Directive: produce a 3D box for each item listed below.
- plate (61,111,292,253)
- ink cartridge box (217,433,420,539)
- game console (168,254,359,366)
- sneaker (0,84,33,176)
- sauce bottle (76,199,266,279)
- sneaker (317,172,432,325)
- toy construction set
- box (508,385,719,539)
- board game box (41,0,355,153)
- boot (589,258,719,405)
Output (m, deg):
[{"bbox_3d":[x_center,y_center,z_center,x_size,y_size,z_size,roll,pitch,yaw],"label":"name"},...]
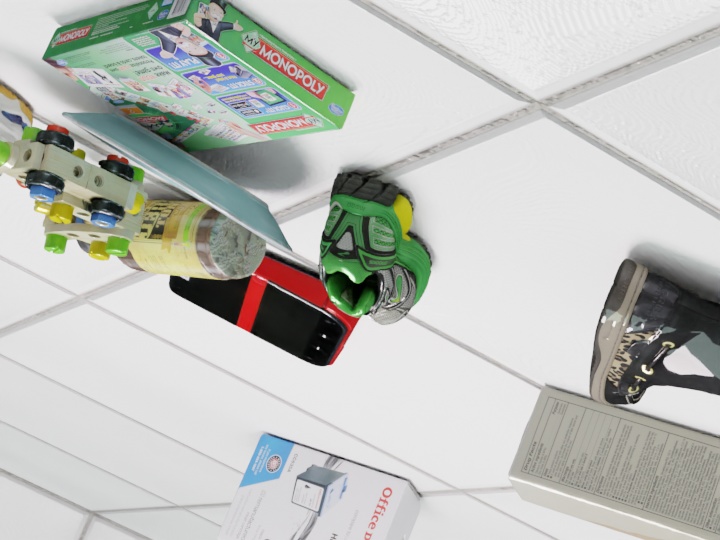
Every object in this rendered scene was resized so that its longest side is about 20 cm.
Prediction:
[{"bbox_3d":[-0.132,-0.073,1.439,0.200,0.026,0.200,31,179,0],"label":"plate"},{"bbox_3d":[-0.048,0.300,2.319,0.200,0.147,0.086,15,160,21],"label":"ink cartridge box"},{"bbox_3d":[-0.089,0.022,1.744,0.177,0.031,0.200,28,162,0],"label":"game console"},{"bbox_3d":[-0.339,-0.131,1.486,0.075,0.088,0.200,7,156,46],"label":"sneaker"},{"bbox_3d":[-0.166,-0.027,1.618,0.200,0.065,0.065,3,154,44],"label":"sauce bottle"},{"bbox_3d":[0.000,0.000,1.459,0.078,0.085,0.200,17,163,16],"label":"sneaker"},{"bbox_3d":[-0.248,-0.060,1.500,0.131,0.092,0.200,-3,174,43],"label":"toy construction set"},{"bbox_3d":[0.240,0.180,1.688,0.200,0.095,0.078,17,163,21],"label":"box"},{"bbox_3d":[-0.113,-0.131,1.301,0.134,0.029,0.200,32,160,-31],"label":"board game box"},{"bbox_3d":[0.246,0.067,1.383,0.150,0.073,0.200,18,157,14],"label":"boot"}]
